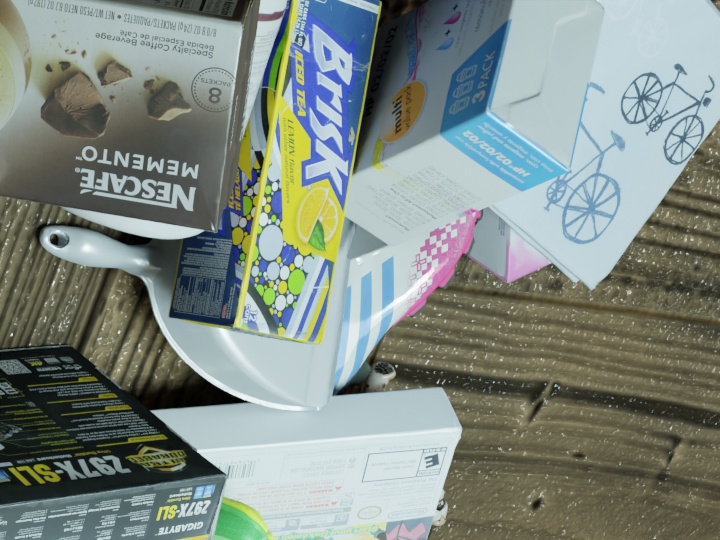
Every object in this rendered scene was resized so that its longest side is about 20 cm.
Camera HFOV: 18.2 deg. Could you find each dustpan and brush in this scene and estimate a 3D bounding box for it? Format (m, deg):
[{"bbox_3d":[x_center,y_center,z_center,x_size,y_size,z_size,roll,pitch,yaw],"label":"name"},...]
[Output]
[{"bbox_3d":[-0.096,0.000,1.320,0.200,0.057,0.140,17,77,-45],"label":"dustpan and brush"}]

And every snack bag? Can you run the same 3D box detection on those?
[{"bbox_3d":[0.159,-0.103,1.424,0.200,0.021,0.188,-53,139,1],"label":"snack bag"}]

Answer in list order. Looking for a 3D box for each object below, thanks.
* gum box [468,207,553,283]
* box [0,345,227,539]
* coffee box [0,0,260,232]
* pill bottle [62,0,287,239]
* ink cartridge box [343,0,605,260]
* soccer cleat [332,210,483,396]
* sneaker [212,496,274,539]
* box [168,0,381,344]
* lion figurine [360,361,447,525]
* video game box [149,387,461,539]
[{"bbox_3d":[0.121,-0.107,1.454,0.113,0.066,0.201,-23,131,-31],"label":"gum box"},{"bbox_3d":[-0.197,0.101,1.215,0.199,0.160,0.050,-4,120,-44],"label":"box"},{"bbox_3d":[-0.154,-0.099,1.097,0.199,0.080,0.114,10,117,-1],"label":"coffee box"},{"bbox_3d":[-0.101,-0.127,1.192,0.109,0.109,0.201,1,115,-44],"label":"pill bottle"},{"bbox_3d":[0.042,-0.090,1.300,0.068,0.200,0.116,32,57,-27],"label":"ink cartridge box"},{"bbox_3d":[0.000,0.000,1.410,0.086,0.070,0.200,42,80,-34],"label":"soccer cleat"},{"bbox_3d":[-0.138,0.192,1.326,0.199,0.084,0.074,-21,126,19],"label":"sneaker"},{"bbox_3d":[-0.048,-0.064,1.269,0.070,0.064,0.201,13,86,-44],"label":"box"},{"bbox_3d":[-0.029,0.132,1.484,0.199,0.073,0.123,-4,128,-27],"label":"lion figurine"},{"bbox_3d":[-0.051,0.157,1.414,0.199,0.047,0.183,-3,130,-20],"label":"video game box"}]
